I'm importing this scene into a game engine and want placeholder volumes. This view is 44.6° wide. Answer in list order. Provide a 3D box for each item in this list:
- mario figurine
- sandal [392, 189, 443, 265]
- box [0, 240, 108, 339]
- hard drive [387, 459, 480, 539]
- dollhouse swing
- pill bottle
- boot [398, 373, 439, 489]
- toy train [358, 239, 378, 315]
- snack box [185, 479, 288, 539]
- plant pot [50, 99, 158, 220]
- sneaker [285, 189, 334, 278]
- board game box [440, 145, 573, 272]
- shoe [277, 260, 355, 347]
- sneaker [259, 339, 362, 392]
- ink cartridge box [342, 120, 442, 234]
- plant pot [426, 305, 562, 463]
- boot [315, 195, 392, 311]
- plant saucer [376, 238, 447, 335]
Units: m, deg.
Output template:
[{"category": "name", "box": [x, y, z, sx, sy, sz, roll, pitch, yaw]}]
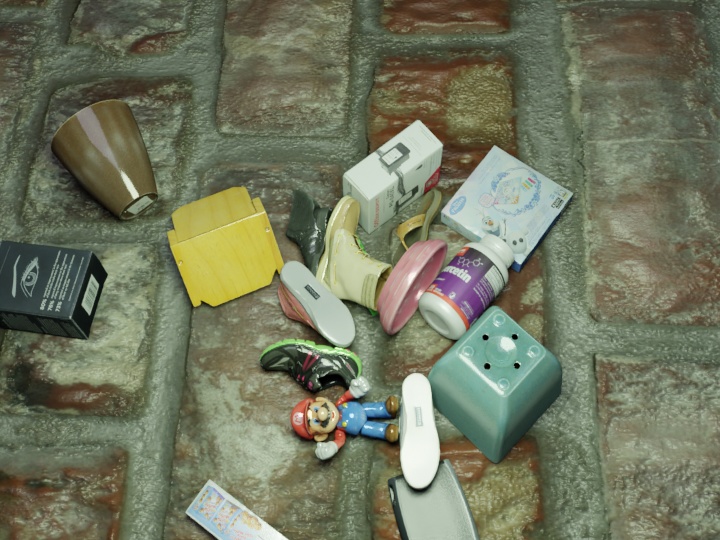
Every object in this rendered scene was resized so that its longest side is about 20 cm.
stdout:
[{"category": "mario figurine", "box": [-0.028, 0.266, 1.578, 0.195, 0.108, 0.124, 0, 32, -5]}, {"category": "sandal", "box": [0.106, -0.091, 1.763, 0.054, 0.080, 0.203, 39, 60, -23]}, {"category": "box", "box": [-0.622, 0.038, 1.728, 0.195, 0.105, 0.151, 8, 64, 7]}, {"category": "hard drive", "box": [0.132, 0.437, 1.522, 0.132, 0.043, 0.203, -16, 64, -5]}, {"category": "dollhouse swing", "box": [-0.279, -0.053, 1.795, 0.196, 0.176, 0.185, -21, 105, -8]}, {"category": "pill bottle", "box": [0.207, 0.027, 1.684, 0.112, 0.113, 0.200, 36, 70, 19]}, {"category": "boot", "box": [0.104, 0.294, 1.571, 0.071, 0.091, 0.204, 2, 66, 1]}, {"category": "toy train", "box": [0.000, 0.000, 1.752, 0.056, 0.042, 0.202, -29, 65, 1]}, {"category": "snack box", "box": [-0.211, 0.455, 1.542, 0.198, 0.024, 0.072, 32, 70, 17]}, {"category": "plant pot", "box": [-0.509, -0.214, 1.823, 0.185, 0.187, 0.202, -33, 80, -13]}, {"category": "sneaker", "box": [-0.107, -0.063, 1.776, 0.102, 0.060, 0.205, 3, 78, 28]}, {"category": "board game box", "box": [0.299, -0.129, 1.796, 0.197, 0.044, 0.201, 35, 70, 18]}, {"category": "shoe", "box": [-0.087, 0.079, 1.689, 0.071, 0.091, 0.201, -34, 73, -27]}, {"category": "sneaker", "box": [-0.096, 0.183, 1.644, 0.195, 0.077, 0.085, 6, 59, 7]}, {"category": "ink cartridge box", "box": [0.065, -0.186, 1.780, 0.199, 0.146, 0.084, -37, 69, -15]}, {"category": "plant pot", "box": [0.242, 0.180, 1.558, 0.195, 0.201, 0.196, -42, 69, -18]}, {"category": "boot", "box": [0.001, -0.033, 1.690, 0.153, 0.072, 0.204, 14, 86, 35]}, {"category": "plant saucer", "box": [0.091, 0.023, 1.642, 0.050, 0.201, 0.202, 33, 69, 14]}]
